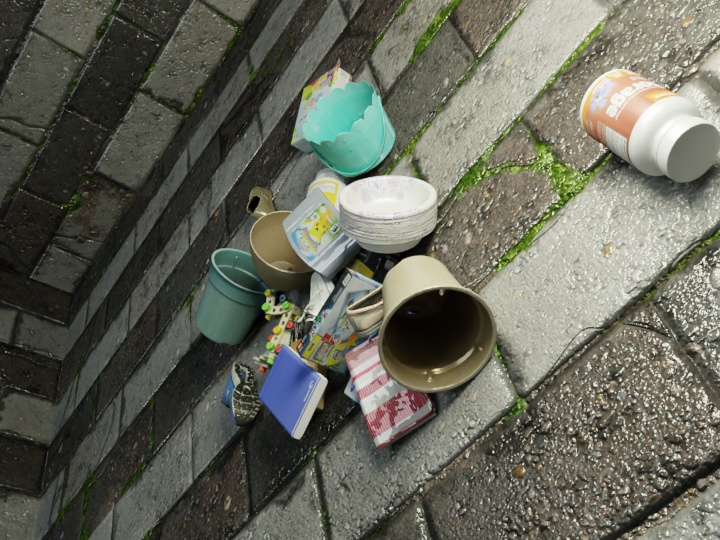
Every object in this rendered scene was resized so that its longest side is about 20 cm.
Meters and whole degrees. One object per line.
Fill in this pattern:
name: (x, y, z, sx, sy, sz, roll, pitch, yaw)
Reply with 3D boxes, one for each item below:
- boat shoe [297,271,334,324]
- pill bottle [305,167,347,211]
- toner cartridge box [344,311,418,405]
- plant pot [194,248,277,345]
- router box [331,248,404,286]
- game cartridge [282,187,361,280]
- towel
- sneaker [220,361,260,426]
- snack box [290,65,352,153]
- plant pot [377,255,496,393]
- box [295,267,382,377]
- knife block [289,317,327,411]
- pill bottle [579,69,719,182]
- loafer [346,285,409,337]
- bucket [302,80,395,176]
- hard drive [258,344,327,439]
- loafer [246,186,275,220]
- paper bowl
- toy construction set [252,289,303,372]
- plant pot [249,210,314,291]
boat shoe: (-0.095, 0.098, 1.552, 0.075, 0.085, 0.205, -39, 59, 56)
pill bottle: (-0.082, -0.154, 1.738, 0.111, 0.111, 0.202, -37, 32, 38)
toner cartridge box: (0.045, 0.167, 1.390, 0.095, 0.043, 0.202, 21, 87, 59)
plant pot: (-0.342, 0.078, 1.918, 0.198, 0.198, 0.201, -60, 30, 23)
router box: (0.000, 0.000, 1.568, 0.199, 0.052, 0.159, 20, 86, 59)
game cartridge: (-0.090, -0.079, 1.589, 0.133, 0.040, 0.200, -46, 56, 7)
towel: (0.050, 0.206, 1.313, 0.144, 0.023, 0.202, -38, 53, 23)
sneaker: (-0.302, 0.323, 1.791, 0.090, 0.078, 0.201, -59, 22, 22)
snack box: (-0.112, -0.458, 2.051, 0.168, 0.067, 0.203, -19, 55, 49)
plant pot: (0.114, 0.074, 1.237, 0.201, 0.199, 0.184, -53, 21, 18)
box: (-0.022, 0.108, 1.444, 0.201, 0.136, 0.038, -56, 34, 13)
knife block: (-0.106, 0.186, 1.587, 0.177, 0.063, 0.200, -60, 31, 9)
pill bottle: (0.414, -0.207, 1.029, 0.113, 0.111, 0.201, -54, 33, 16)
loafer: (0.060, 0.044, 1.361, 0.199, 0.063, 0.072, -39, 26, -10)
bucket: (-0.022, -0.333, 1.711, 0.205, 0.135, 0.209, -23, 43, 23)
hard drive: (-0.147, 0.252, 1.518, 0.199, 0.025, 0.133, 27, 92, 59)
loafer: (-0.307, -0.205, 2.166, 0.077, 0.067, 0.200, -56, 32, 14)
paper bowl: (0.056, -0.108, 1.446, 0.201, 0.198, 0.106, -129, 31, -56)
toy construction set: (-0.203, 0.153, 1.731, 0.130, 0.092, 0.203, 14, 87, 34)
plant pot: (-0.182, -0.027, 1.760, 0.135, 0.197, 0.202, 111, 160, -45)
